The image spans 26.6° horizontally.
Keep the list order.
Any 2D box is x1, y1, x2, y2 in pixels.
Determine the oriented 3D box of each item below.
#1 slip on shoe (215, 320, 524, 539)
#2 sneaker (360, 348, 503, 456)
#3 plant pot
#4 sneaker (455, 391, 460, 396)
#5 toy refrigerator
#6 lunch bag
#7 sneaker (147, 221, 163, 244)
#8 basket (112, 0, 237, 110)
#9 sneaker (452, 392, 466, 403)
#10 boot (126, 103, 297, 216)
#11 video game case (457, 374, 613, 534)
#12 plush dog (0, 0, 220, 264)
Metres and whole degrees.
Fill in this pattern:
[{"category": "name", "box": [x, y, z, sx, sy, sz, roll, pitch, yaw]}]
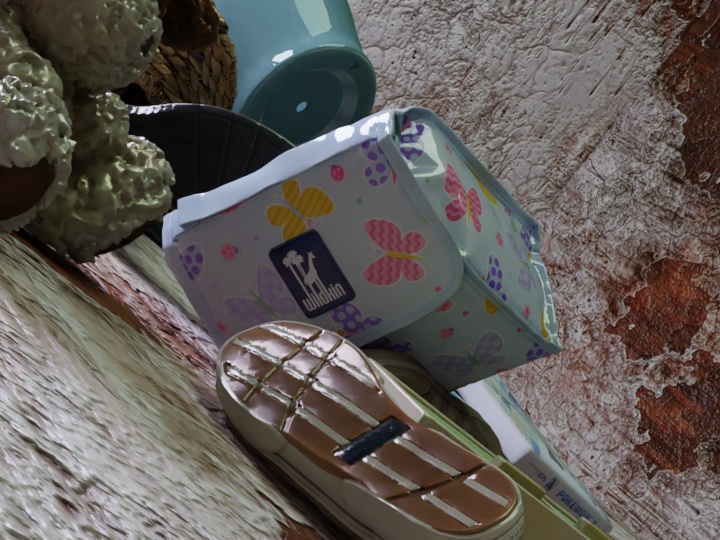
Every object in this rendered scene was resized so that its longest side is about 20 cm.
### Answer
[{"category": "slip on shoe", "box": [-0.001, 0.090, 0.703, 0.199, 0.076, 0.061, 30, -45, 41]}, {"category": "sneaker", "box": [0.033, 0.105, 0.885, 0.199, 0.070, 0.076, 25, 31, -50]}, {"category": "plant pot", "box": [-0.088, -0.185, 1.273, 0.188, 0.200, 0.200, 54, 9, 34]}, {"category": "sneaker", "box": [0.053, 0.112, 1.235, 0.200, 0.075, 0.087, 41, 6, 14]}, {"category": "toy refrigerator", "box": [0.066, 0.133, 0.817, 0.200, 0.070, 0.076, 40, 0, -30]}, {"category": "lunch bag", "box": [0.000, 0.000, 0.903, 0.200, 0.168, 0.128, 43, 32, -44]}, {"category": "sneaker", "box": [-0.117, -0.041, 1.235, 0.199, 0.089, 0.074, 38, 3, -8]}, {"category": "basket", "box": [-0.186, -0.140, 1.110, 0.143, 0.148, 0.200, 56, -19, 4]}, {"category": "sneaker", "box": [0.022, 0.086, 1.084, 0.199, 0.077, 0.081, 37, 3, -24]}, {"category": "boot", "box": [-0.122, -0.066, 1.032, 0.201, 0.074, 0.154, 11, -5, 5]}, {"category": "video game case", "box": [0.115, 0.114, 1.234, 0.182, 0.022, 0.200, 44, 8, -50]}, {"category": "plush dog", "box": [-0.152, -0.117, 0.739, 0.160, 0.172, 0.200, 39, 2, 14]}]
